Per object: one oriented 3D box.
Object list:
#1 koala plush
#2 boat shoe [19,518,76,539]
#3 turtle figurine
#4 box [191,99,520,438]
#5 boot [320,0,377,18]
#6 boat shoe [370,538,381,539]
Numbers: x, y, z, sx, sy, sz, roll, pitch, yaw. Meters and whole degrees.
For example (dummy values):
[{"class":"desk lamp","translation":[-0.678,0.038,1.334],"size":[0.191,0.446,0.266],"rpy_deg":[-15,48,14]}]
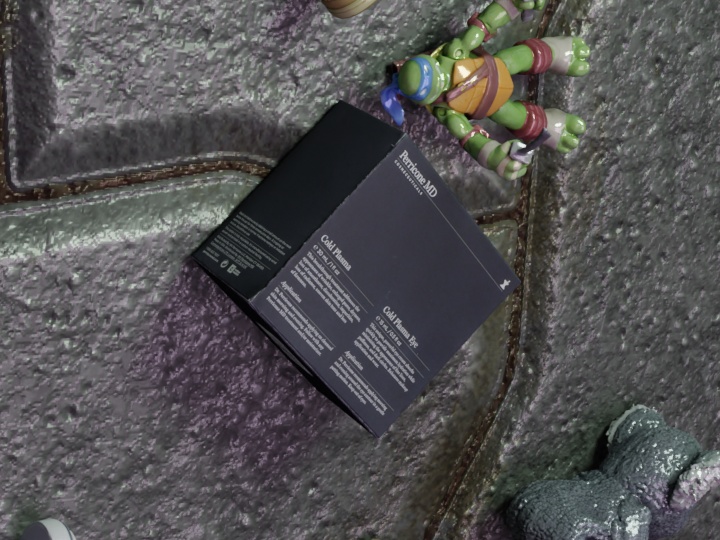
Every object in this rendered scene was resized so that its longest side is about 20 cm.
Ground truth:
[{"class":"koala plush","translation":[0.258,0.227,1.607],"size":[0.200,0.177,0.184],"rpy_deg":[-45,118,-5]},{"class":"boat shoe","translation":[-0.242,0.282,1.357],"size":[0.065,0.074,0.200],"rpy_deg":[-12,126,-35]},{"class":"turtle figurine","translation":[0.138,-0.151,1.354],"size":[0.200,0.144,0.194],"rpy_deg":[-32,162,34]},{"class":"box","translation":[0.000,0.000,1.368],"size":[0.182,0.104,0.200],"rpy_deg":[-46,128,-8]},{"class":"boot","translation":[-0.007,-0.306,1.248],"size":[0.155,0.073,0.200],"rpy_deg":[34,88,-40]},{"class":"boat shoe","translation":[0.054,0.331,1.575],"size":[0.072,0.065,0.200],"rpy_deg":[-42,128,-14]}]
